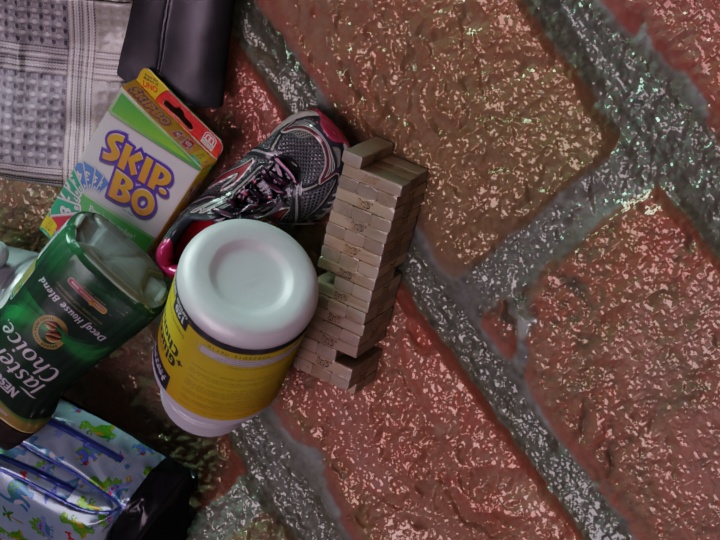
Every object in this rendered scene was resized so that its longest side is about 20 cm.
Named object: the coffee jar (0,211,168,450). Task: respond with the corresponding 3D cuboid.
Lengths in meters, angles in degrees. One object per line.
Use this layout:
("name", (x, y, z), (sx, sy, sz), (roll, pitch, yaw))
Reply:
("coffee jar", (-0.255, 0.053, 1.369), (0.104, 0.085, 0.200), (42, 112, -12))

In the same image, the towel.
("towel", (-0.281, -0.169, 1.421), (0.191, 0.035, 0.201), (11, 111, 5))

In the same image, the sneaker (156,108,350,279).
("sneaker", (-0.083, -0.051, 1.358), (0.200, 0.075, 0.081), (-42, 83, 31))

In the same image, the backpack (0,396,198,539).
("backpack", (-0.258, 0.185, 1.474), (0.200, 0.154, 0.163), (41, 150, 15))

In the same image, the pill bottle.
("pill bottle", (-0.106, 0.055, 1.351), (0.112, 0.112, 0.200), (43, 147, 11))

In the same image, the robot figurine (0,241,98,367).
("robot figurine", (-0.319, 0.034, 1.492), (0.199, 0.113, 0.170), (13, 142, 25))

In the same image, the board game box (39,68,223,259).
("board game box", (-0.191, -0.068, 1.399), (0.096, 0.030, 0.200), (44, 127, 7))

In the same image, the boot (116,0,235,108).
("boot", (-0.105, -0.219, 1.323), (0.164, 0.065, 0.201), (29, 114, 28))

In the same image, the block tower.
("block tower", (0.000, 0.000, 1.339), (0.058, 0.054, 0.201), (22, 115, 21))
